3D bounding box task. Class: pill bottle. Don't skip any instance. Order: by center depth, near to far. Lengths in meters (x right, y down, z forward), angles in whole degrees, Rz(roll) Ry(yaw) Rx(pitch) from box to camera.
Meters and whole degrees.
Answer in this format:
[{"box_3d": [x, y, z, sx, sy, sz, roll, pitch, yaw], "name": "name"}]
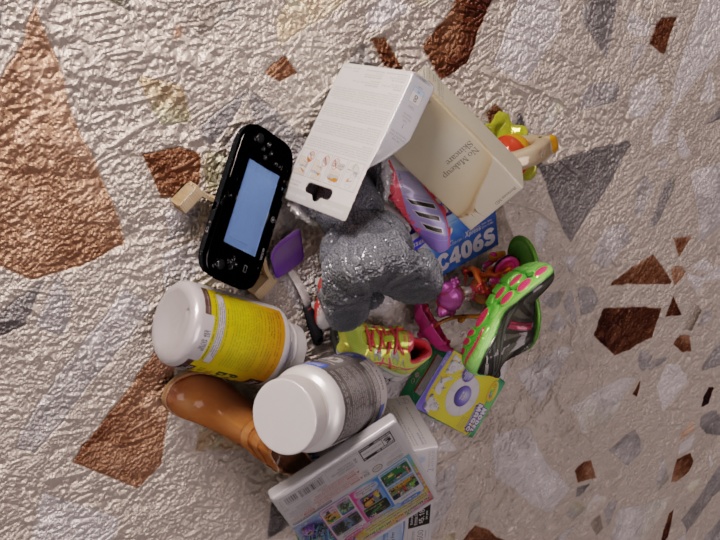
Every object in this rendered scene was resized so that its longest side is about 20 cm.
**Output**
[{"box_3d": [-0.168, 0.088, 1.258, 0.198, 0.109, 0.111, 19, 98, -41], "name": "pill bottle"}, {"box_3d": [-0.052, 0.176, 1.265, 0.199, 0.112, 0.116, -6, 116, -64], "name": "pill bottle"}]

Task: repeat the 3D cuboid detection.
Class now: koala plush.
[{"box_3d": [-0.002, -0.053, 1.257, 0.174, 0.203, 0.184, -20, 159, 6], "name": "koala plush"}]

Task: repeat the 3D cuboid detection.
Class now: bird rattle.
[{"box_3d": [0.197, -0.173, 1.399, 0.198, 0.161, 0.115, -17, 102, -41], "name": "bird rattle"}]

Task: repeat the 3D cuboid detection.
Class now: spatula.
[{"box_3d": [-0.084, 0.032, 1.356, 0.056, 0.020, 0.202, -36, 128, -25], "name": "spatula"}]

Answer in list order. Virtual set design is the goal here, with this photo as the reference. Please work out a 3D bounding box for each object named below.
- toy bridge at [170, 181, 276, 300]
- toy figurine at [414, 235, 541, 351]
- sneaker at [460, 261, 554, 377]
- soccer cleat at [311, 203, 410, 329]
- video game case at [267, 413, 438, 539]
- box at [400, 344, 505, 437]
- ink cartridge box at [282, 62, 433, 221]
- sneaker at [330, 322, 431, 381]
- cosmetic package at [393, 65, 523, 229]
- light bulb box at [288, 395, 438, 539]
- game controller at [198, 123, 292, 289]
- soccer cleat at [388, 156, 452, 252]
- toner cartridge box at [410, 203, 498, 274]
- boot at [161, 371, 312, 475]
[{"box_3d": [-0.166, -0.045, 1.254, 0.067, 0.027, 0.201, -47, 130, -13], "name": "toy bridge"}, {"box_3d": [0.172, 0.051, 1.488, 0.181, 0.151, 0.203, -11, 131, -23], "name": "toy figurine"}, {"box_3d": [0.229, 0.074, 1.427, 0.083, 0.077, 0.202, 27, 106, -22], "name": "sneaker"}, {"box_3d": [0.000, 0.000, 1.356, 0.202, 0.084, 0.068, -61, 155, -1], "name": "soccer cleat"}, {"box_3d": [-0.005, 0.311, 1.320, 0.198, 0.024, 0.183, -31, 127, -4], "name": "video game case"}, {"box_3d": [0.165, 0.206, 1.612, 0.199, 0.048, 0.119, 32, 90, -43], "name": "box"}, {"box_3d": [-0.006, -0.163, 1.223, 0.047, 0.159, 0.203, 26, 88, -38], "name": "ink cartridge box"}, {"box_3d": [0.033, 0.108, 1.423, 0.089, 0.080, 0.198, -26, 152, 32], "name": "sneaker"}, {"box_3d": [0.118, -0.164, 1.284, 0.199, 0.074, 0.103, 41, 118, -19], "name": "cosmetic package"}, {"box_3d": [-0.001, 0.317, 1.419, 0.196, 0.125, 0.202, -9, 120, -16], "name": "light bulb box"}, {"box_3d": [-0.144, -0.080, 1.215, 0.104, 0.042, 0.204, 25, 78, -43], "name": "game controller"}, {"box_3d": [0.065, -0.108, 1.357, 0.076, 0.066, 0.203, -33, 109, -24], "name": "soccer cleat"}, {"box_3d": [0.124, -0.047, 1.466, 0.198, 0.043, 0.096, -28, 123, -25], "name": "toner cartridge box"}, {"box_3d": [-0.161, 0.209, 1.287, 0.198, 0.154, 0.075, 24, 96, -41], "name": "boot"}]
